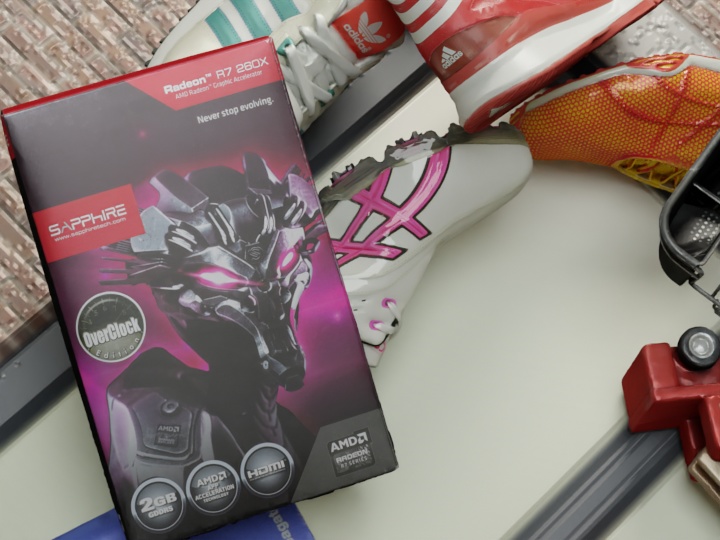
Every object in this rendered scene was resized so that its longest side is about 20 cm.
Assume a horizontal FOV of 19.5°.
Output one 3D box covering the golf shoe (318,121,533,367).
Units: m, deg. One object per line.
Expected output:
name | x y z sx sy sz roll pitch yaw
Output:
golf shoe | 0.000 0.000 0.990 0.199 0.073 0.092 -28 79 -7

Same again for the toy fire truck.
toy fire truck | 0.183 0.098 0.979 0.198 0.049 0.142 -6 68 -11

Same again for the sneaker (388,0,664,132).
sneaker | 0.074 -0.149 1.005 0.116 0.078 0.200 55 29 -2

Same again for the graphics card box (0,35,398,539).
graphics card box | -0.071 0.010 0.916 0.125 0.051 0.201 -16 92 -10

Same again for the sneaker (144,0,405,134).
sneaker | -0.034 -0.104 0.991 0.093 0.071 0.200 -7 41 35

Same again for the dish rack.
dish rack | 0.249 -0.007 0.973 0.200 0.055 0.154 36 72 8

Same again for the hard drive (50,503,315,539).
hard drive | -0.102 0.175 0.922 0.199 0.025 0.132 -26 72 -17

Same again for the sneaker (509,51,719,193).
sneaker | 0.172 -0.064 1.038 0.198 0.073 0.078 -1 76 -5
